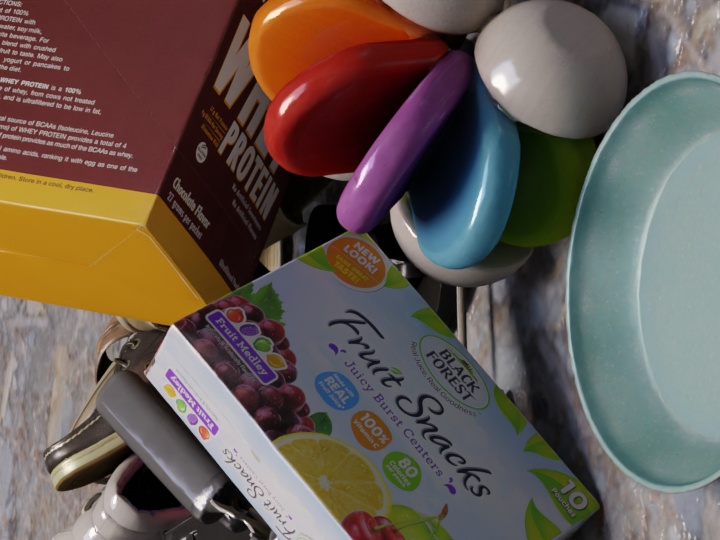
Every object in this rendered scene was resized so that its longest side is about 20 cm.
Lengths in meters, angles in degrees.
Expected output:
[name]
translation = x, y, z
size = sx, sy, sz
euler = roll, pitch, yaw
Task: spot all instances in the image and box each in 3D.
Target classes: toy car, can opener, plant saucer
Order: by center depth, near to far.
[plant saucer]
translation = 0.164, 0.006, 1.284
size = 0.200, 0.036, 0.201
euler = -17, 71, 62
[toy car]
translation = 0.027, -0.079, 1.395
size = 0.200, 0.150, 0.175
euler = 42, 133, 11
[can opener]
translation = -0.068, 0.111, 1.508
size = 0.200, 0.053, 0.067
euler = 43, 101, 36

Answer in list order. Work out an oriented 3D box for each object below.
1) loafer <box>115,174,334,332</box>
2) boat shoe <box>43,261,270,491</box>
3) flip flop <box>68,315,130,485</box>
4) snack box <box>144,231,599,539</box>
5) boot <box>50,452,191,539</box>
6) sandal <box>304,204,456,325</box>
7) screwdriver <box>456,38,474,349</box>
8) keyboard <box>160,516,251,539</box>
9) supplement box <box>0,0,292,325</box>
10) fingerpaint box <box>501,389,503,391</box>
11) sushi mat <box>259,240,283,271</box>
[loafer]
translation = -0.075, -0.040, 1.637
size = 0.068, 0.076, 0.200
euler = 28, 73, 40
[boat shoe]
translation = -0.122, 0.064, 1.667
size = 0.065, 0.200, 0.073
euler = 53, 150, 5
[flip flop]
translation = -0.135, 0.046, 1.737
size = 0.057, 0.081, 0.200
euler = 7, 69, 44
[snack box]
translation = 0.006, 0.087, 1.384
size = 0.200, 0.142, 0.053
euler = 49, 137, 14
[boot]
translation = -0.110, 0.145, 1.677
size = 0.074, 0.200, 0.096
euler = 47, 120, 10
[sandal]
translation = 0.000, 0.000, 1.595
size = 0.200, 0.045, 0.075
euler = 17, 101, 63
[screwdriver]
translation = 0.052, -0.034, 1.511
size = 0.029, 0.028, 0.201
euler = -4, 78, 34
[keyboard]
translation = -0.079, 0.228, 1.542
size = 0.127, 0.021, 0.200
euler = -33, 51, 19
[supplement box]
translation = -0.147, -0.093, 1.573
size = 0.197, 0.133, 0.200
euler = 9, 65, 26
[fingerpaint box]
translation = 0.026, 0.187, 1.489
size = 0.200, 0.073, 0.167
euler = -55, 40, 46
[sushi mat]
translation = -0.072, -0.038, 1.778
size = 0.096, 0.012, 0.201
euler = -15, 74, 61
